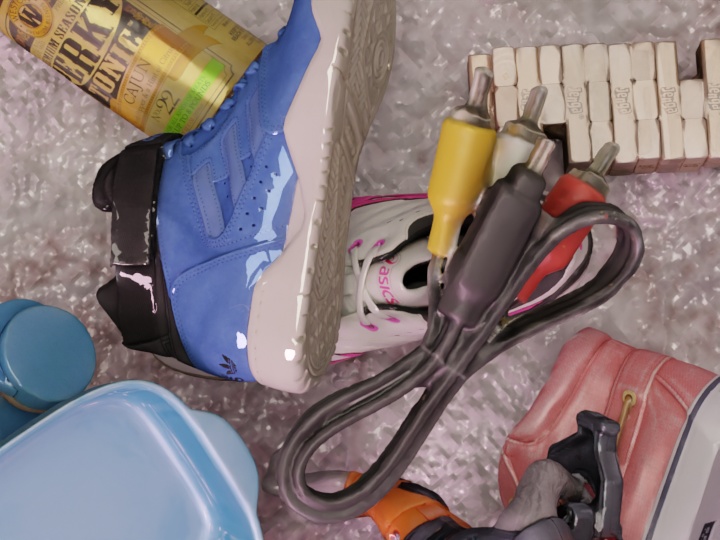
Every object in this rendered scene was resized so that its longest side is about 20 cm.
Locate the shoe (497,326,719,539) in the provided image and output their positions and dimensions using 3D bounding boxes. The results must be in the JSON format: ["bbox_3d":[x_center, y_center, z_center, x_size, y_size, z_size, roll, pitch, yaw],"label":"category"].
[{"bbox_3d":[0.099,0.127,1.261,0.091,0.071,0.200,23,99,26],"label":"shoe"}]

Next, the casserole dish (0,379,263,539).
[{"bbox_3d":[-0.133,0.124,1.193,0.200,0.039,0.121,-36,112,-11],"label":"casserole dish"}]

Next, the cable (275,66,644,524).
[{"bbox_3d":[0.042,0.021,1.202,0.097,0.050,0.200,29,96,-16],"label":"cable"}]

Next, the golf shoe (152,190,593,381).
[{"bbox_3d":[0.000,0.000,1.259,0.200,0.092,0.073,-14,87,2],"label":"golf shoe"}]

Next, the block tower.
[{"bbox_3d":[0.148,-0.071,1.280,0.200,0.054,0.058,-4,86,2],"label":"block tower"}]

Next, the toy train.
[{"bbox_3d":[-0.204,0.082,1.207,0.200,0.116,0.085,-29,83,-34],"label":"toy train"}]

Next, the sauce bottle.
[{"bbox_3d":[-0.123,-0.117,1.281,0.200,0.065,0.065,33,87,0],"label":"sauce bottle"}]

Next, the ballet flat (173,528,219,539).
[{"bbox_3d":[-0.129,0.187,1.253,0.068,0.068,0.200,43,77,5],"label":"ballet flat"}]

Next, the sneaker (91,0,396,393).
[{"bbox_3d":[-0.054,-0.057,1.212,0.111,0.077,0.200,11,94,18],"label":"sneaker"}]

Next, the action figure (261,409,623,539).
[{"bbox_3d":[0.041,0.159,1.198,0.193,0.105,0.200,-5,85,41],"label":"action figure"}]
